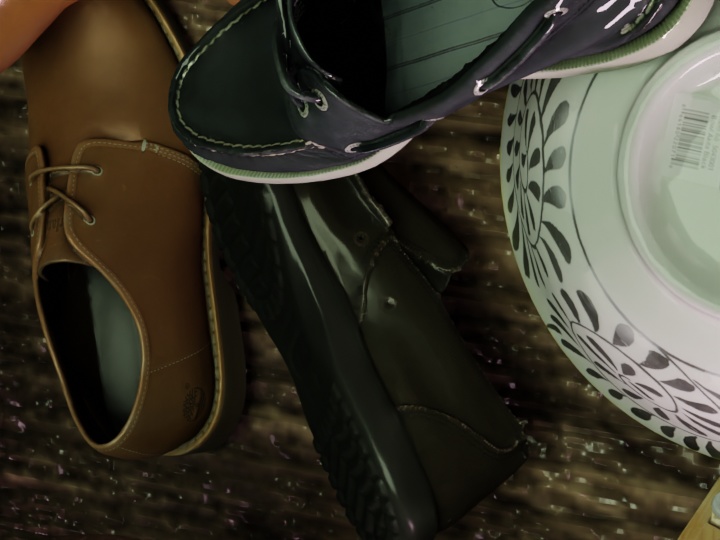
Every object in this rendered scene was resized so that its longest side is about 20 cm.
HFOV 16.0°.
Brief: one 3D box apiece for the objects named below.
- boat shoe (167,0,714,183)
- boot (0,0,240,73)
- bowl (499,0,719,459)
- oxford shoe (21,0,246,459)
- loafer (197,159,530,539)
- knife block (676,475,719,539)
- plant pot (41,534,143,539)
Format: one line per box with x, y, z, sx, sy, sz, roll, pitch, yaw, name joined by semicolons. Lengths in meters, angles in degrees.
0.007;-0.074;0.776;0.198;0.066;0.075;-8;79;36;boat shoe
-0.054;-0.113;0.876;0.154;0.074;0.201;39;100;18;boot
0.130;-0.032;0.788;0.199;0.094;0.202;1;95;15;bowl
-0.094;-0.030;0.935;0.071;0.071;0.202;-17;84;31;oxford shoe
0.000;0.000;0.902;0.201;0.071;0.073;68;160;12;loafer
0.102;0.188;0.883;0.064;0.176;0.200;29;65;19;knife block
-0.055;0.176;0.888;0.199;0.174;0.202;4;100;27;plant pot
